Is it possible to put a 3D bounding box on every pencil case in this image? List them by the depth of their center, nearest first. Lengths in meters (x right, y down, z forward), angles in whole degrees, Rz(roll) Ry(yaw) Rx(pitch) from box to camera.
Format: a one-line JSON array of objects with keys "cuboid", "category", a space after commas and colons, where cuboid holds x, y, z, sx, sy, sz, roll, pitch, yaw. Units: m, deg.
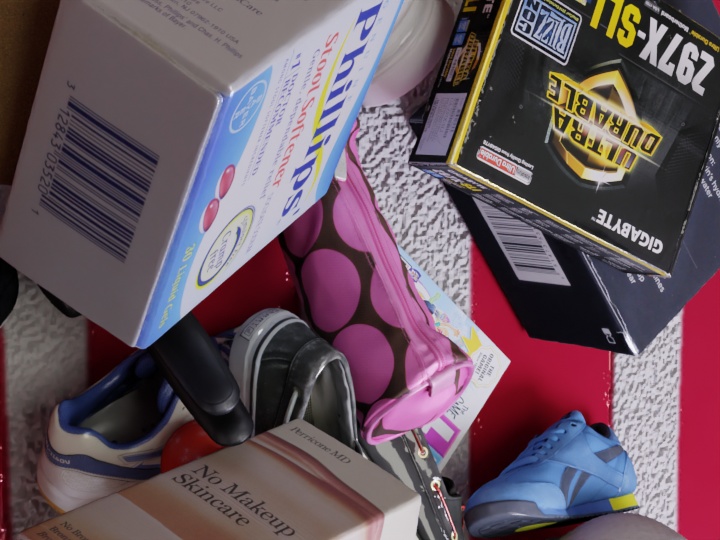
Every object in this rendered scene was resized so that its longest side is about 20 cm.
[{"cuboid": [0.000, 0.000, 1.103, 0.091, 0.094, 0.200, -14, 71, -40], "category": "pencil case"}]

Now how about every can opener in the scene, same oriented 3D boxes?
[{"cuboid": [-0.115, 0.030, 1.022, 0.079, 0.200, 0.063, -38, 142, -8], "category": "can opener"}]

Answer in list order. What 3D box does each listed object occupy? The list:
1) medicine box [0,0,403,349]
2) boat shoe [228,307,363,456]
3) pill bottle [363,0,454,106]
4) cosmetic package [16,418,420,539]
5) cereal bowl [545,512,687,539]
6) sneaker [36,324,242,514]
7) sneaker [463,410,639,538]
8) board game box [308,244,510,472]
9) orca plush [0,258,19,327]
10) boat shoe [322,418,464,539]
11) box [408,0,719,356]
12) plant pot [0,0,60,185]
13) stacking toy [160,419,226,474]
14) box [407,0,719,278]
[{"cuboid": [-0.079, -0.091, 0.957, 0.200, 0.103, 0.182, -43, 162, -47], "category": "medicine box"}, {"cuboid": [-0.035, 0.117, 1.078, 0.072, 0.071, 0.200, -34, 135, -29], "category": "boat shoe"}, {"cuboid": [-0.037, -0.193, 1.097, 0.200, 0.113, 0.113, 40, 71, -32], "category": "pill bottle"}, {"cuboid": [-0.073, 0.160, 0.945, 0.200, 0.103, 0.087, -19, 128, -46], "category": "cosmetic package"}, {"cuboid": [0.141, 0.247, 1.259, 0.200, 0.083, 0.200, -41, 152, -28], "category": "cereal bowl"}, {"cuboid": [-0.100, 0.075, 1.079, 0.200, 0.075, 0.088, -33, 153, -31], "category": "sneaker"}, {"cuboid": [0.127, 0.141, 1.261, 0.200, 0.066, 0.078, 1, 74, -55], "category": "sneaker"}, {"cuboid": [0.001, 0.098, 1.200, 0.134, 0.034, 0.200, 45, 69, -31], "category": "board game box"}, {"cuboid": [-0.261, 0.048, 0.981, 0.200, 0.071, 0.105, -21, 106, -33], "category": "orca plush"}, {"cuboid": [0.041, 0.159, 1.166, 0.063, 0.074, 0.201, -36, 110, -20], "category": "boat shoe"}, {"cuboid": [0.172, -0.081, 1.256, 0.200, 0.117, 0.197, -42, 116, -24], "category": "box"}, {"cuboid": [-0.191, -0.154, 0.967, 0.186, 0.186, 0.200, 7, 106, -36], "category": "plant pot"}, {"cuboid": [-0.110, 0.177, 1.053, 0.085, 0.085, 0.200, 10, 112, -36], "category": "stacking toy"}, {"cuboid": [0.137, -0.103, 1.128, 0.200, 0.049, 0.160, 25, 78, -35], "category": "box"}]
